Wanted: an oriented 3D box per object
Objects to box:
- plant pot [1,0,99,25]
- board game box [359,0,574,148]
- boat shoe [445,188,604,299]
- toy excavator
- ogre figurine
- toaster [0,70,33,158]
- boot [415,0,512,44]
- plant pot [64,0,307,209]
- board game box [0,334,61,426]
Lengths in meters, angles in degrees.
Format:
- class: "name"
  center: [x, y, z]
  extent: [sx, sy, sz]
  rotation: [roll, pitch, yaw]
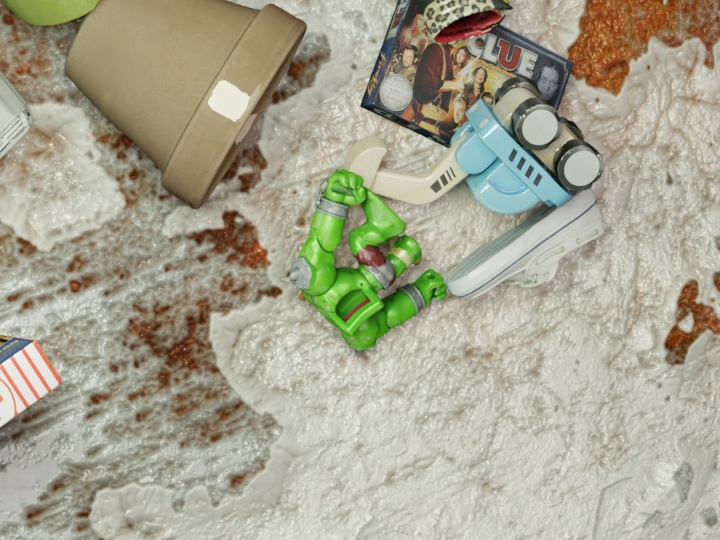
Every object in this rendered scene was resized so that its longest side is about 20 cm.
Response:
- class: "plant pot"
  center: [-0.292, -0.319, 1.532]
  extent: [0.200, 0.200, 0.190]
  rotation: [-47, 141, -17]
- class: "board game box"
  center: [0.111, -0.192, 1.821]
  extent: [0.199, 0.035, 0.136]
  rotation: [23, 81, -23]
- class: "boat shoe"
  center: [0.179, -0.015, 1.829]
  extent: [0.200, 0.073, 0.067]
  rotation: [-34, 102, -22]
- class: "toy excavator"
  center: [0.111, -0.105, 1.764]
  extent: [0.200, 0.100, 0.194]
  rotation: [-45, 113, 10]
- class: "ogre figurine"
  center: [0.000, 0.000, 1.734]
  extent: [0.120, 0.098, 0.200]
  rotation: [-50, 152, -11]
- class: "toaster"
  center: [-0.381, -0.135, 1.563]
  extent: [0.200, 0.114, 0.129]
  rotation: [-48, 112, -19]
- class: "boot"
  center: [0.122, -0.315, 1.773]
  extent: [0.203, 0.074, 0.154]
  rotation: [-19, 69, -18]
- class: "plant pot"
  center: [-0.172, -0.183, 1.630]
  extent: [0.174, 0.200, 0.201]
  rotation: [30, 78, -2]
- class: "board game box"
  center: [-0.353, 0.115, 1.526]
  extent: [0.151, 0.200, 0.046]
  rotation: [-36, 104, -19]
